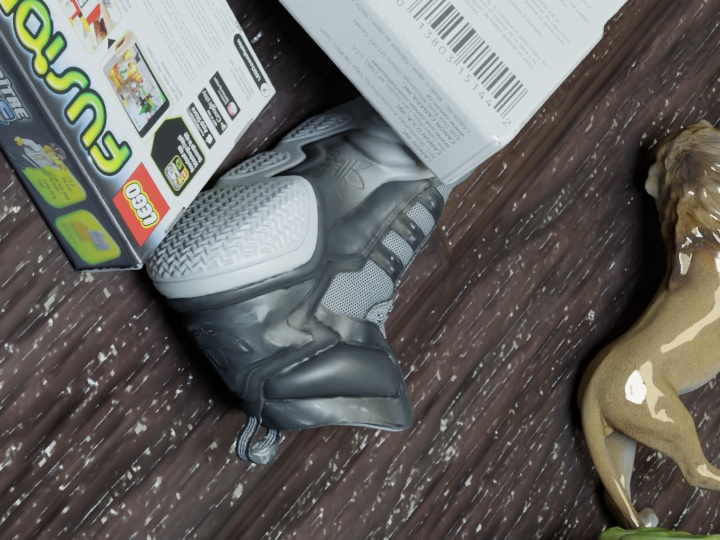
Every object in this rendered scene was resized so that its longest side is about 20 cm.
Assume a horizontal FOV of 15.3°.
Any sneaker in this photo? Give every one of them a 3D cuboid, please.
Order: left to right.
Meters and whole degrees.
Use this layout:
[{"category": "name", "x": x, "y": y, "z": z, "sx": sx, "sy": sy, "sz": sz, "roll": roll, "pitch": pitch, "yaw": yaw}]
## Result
[{"category": "sneaker", "x": 0.000, "y": 0.000, "z": 1.089, "sx": 0.200, "sy": 0.075, "sz": 0.115, "roll": -33, "pitch": 114, "yaw": -41}]

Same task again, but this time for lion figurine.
[{"category": "lion figurine", "x": 0.152, "y": 0.033, "z": 1.281, "sx": 0.123, "sy": 0.072, "sz": 0.201, "roll": 50, "pitch": 55, "yaw": -28}]

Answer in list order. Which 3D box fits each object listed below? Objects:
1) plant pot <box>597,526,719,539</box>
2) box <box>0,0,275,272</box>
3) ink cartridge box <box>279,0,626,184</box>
[{"category": "plant pot", "x": 0.167, "y": 0.207, "z": 1.177, "sx": 0.200, "sy": 0.199, "sz": 0.186, "roll": 7, "pitch": 84, "yaw": -51}, {"category": "box", "x": -0.111, "y": -0.111, "z": 0.983, "sx": 0.110, "sy": 0.035, "sz": 0.201, "roll": -54, "pitch": 128, "yaw": -38}, {"category": "ink cartridge box", "x": 0.023, "y": -0.161, "z": 1.084, "sx": 0.200, "sy": 0.045, "sz": 0.176, "roll": 48, "pitch": 49, "yaw": -5}]
